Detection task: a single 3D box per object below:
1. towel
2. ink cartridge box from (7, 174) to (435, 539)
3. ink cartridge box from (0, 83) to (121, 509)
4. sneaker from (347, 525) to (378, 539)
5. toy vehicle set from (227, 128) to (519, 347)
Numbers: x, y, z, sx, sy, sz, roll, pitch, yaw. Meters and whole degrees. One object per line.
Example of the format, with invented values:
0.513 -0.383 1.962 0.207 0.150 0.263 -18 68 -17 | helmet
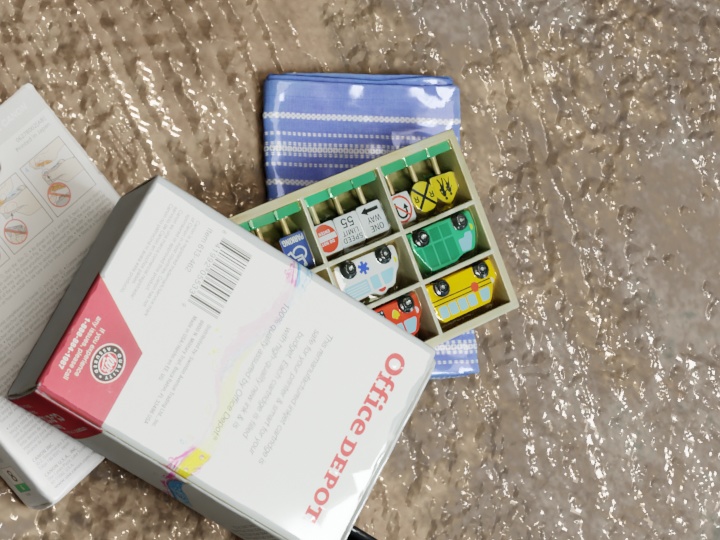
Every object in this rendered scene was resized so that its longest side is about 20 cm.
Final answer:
0.008 -0.029 1.723 0.145 0.024 0.200 0 81 -28 | towel
-0.080 0.062 1.555 0.200 0.083 0.146 33 73 -13 | ink cartridge box
-0.196 0.016 1.592 0.161 0.050 0.200 -43 99 -28 | ink cartridge box
0.011 0.216 1.645 0.200 0.083 0.072 42 64 -16 | sneaker
0.000 0.000 1.676 0.200 0.026 0.124 -24 94 -35 | toy vehicle set
